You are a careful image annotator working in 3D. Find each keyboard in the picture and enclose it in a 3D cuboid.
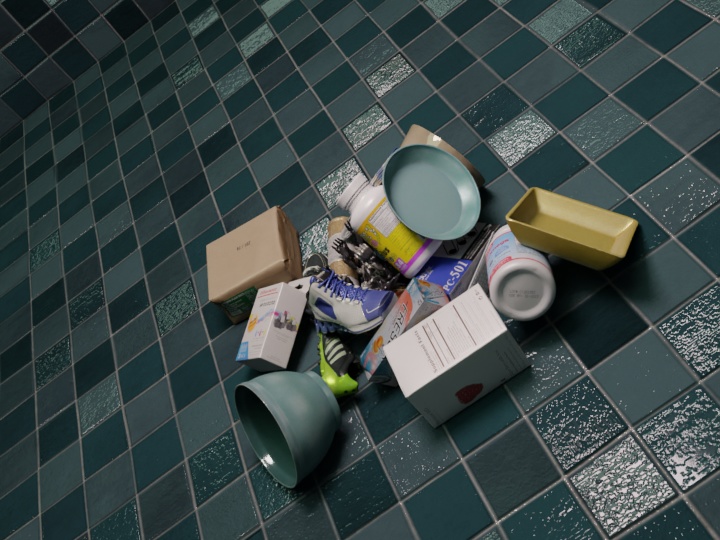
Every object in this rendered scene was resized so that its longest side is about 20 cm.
[{"bbox_3d":[0.218,0.026,1.523,0.011,0.056,0.202,8,60,35],"label":"keyboard"}]

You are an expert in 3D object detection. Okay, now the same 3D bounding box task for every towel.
[{"bbox_3d":[0.025,-0.162,1.755,0.148,0.024,0.201,-58,0,39],"label":"towel"}]

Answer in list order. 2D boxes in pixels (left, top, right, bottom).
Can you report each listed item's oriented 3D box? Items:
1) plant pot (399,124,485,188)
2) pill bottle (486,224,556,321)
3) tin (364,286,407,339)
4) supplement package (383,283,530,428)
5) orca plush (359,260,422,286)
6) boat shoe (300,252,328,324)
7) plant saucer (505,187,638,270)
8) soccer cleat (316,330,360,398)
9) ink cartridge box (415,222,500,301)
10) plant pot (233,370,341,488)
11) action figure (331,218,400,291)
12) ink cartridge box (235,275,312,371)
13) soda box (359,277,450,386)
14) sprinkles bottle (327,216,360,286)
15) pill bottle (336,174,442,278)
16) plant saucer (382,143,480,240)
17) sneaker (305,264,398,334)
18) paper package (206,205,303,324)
[{"bbox_3d":[0.118,-0.153,1.679,0.201,0.187,0.187,-53,42,0],"label":"plant pot"},{"bbox_3d":[0.270,-0.005,1.439,0.108,0.110,0.201,-26,20,16],"label":"pill bottle"},{"bbox_3d":[0.090,0.084,1.584,0.197,0.042,0.113,-3,57,35],"label":"tin"},{"bbox_3d":[0.161,0.145,1.412,0.199,0.121,0.120,-35,44,7],"label":"supplement package"},{"bbox_3d":[0.074,-0.021,1.660,0.198,0.071,0.106,2,56,38],"label":"orca plush"},{"bbox_3d":[-0.091,0.026,1.750,0.075,0.060,0.202,-29,42,13],"label":"boat shoe"},{"bbox_3d":[0.355,-0.066,1.415,0.197,0.049,0.200,20,27,18],"label":"plant saucer"},{"bbox_3d":[-0.042,0.167,1.599,0.079,0.068,0.201,-3,37,-4],"label":"soccer cleat"},{"bbox_3d":[0.180,-0.013,1.558,0.093,0.045,0.201,7,45,39],"label":"ink cartridge box"},{"bbox_3d":[-0.117,0.261,1.489,0.133,0.203,0.199,-28,35,-28],"label":"plant pot"},{"bbox_3d":[0.000,0.000,1.615,0.119,0.101,0.201,-47,46,22],"label":"action figure"},{"bbox_3d":[-0.173,0.096,1.696,0.115,0.067,0.203,-15,54,55],"label":"ink cartridge box"},{"bbox_3d":[0.078,0.111,1.479,0.201,0.068,0.064,-58,33,28],"label":"soda box"},{"bbox_3d":[-0.036,-0.021,1.744,0.067,0.068,0.202,-21,45,20],"label":"sprinkles bottle"},{"bbox_3d":[0.052,-0.086,1.565,0.105,0.200,0.104,-48,-3,-3],"label":"pill bottle"},{"bbox_3d":[0.125,-0.138,1.539,0.036,0.197,0.202,-50,18,57],"label":"plant saucer"},{"bbox_3d":[-0.037,0.050,1.548,0.197,0.116,0.081,-10,29,44],"label":"sneaker"},{"bbox_3d":[-0.234,-0.013,1.860,0.198,0.104,0.192,-27,43,13],"label":"paper package"}]
